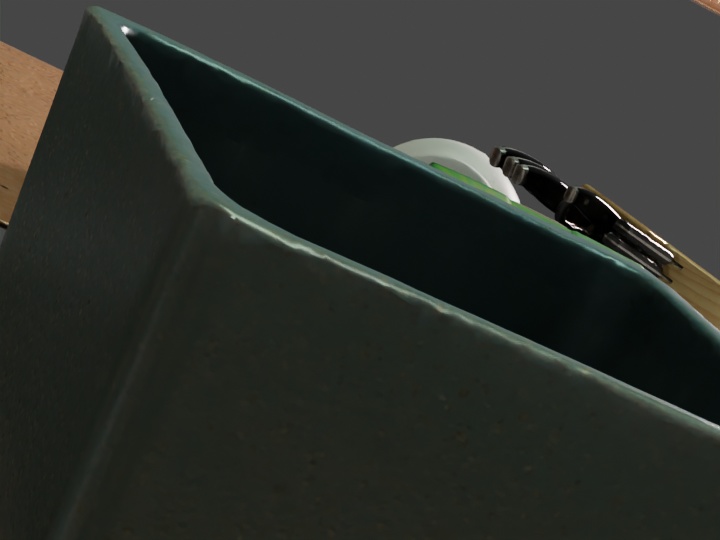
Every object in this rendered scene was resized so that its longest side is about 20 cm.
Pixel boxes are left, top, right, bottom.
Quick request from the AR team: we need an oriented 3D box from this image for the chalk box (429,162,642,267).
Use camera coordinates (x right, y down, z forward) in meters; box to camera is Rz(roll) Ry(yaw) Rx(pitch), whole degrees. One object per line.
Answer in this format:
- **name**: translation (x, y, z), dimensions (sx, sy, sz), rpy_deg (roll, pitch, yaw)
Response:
- **chalk box**: translation (0.054, 0.044, 1.007), dimensions (0.123, 0.125, 0.200), rpy_deg (25, 25, -15)

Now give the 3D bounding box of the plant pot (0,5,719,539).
- **plant pot**: translation (-0.015, 0.079, 0.574), dimensions (0.196, 0.201, 0.196), rpy_deg (24, 11, -20)

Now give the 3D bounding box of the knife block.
- **knife block**: translation (0.143, -0.006, 1.303), dimensions (0.175, 0.064, 0.200), rpy_deg (38, 6, 5)

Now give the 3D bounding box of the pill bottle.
- **pill bottle**: translation (0.046, -0.024, 1.383), dimensions (0.112, 0.113, 0.200), rpy_deg (29, 1, 3)
